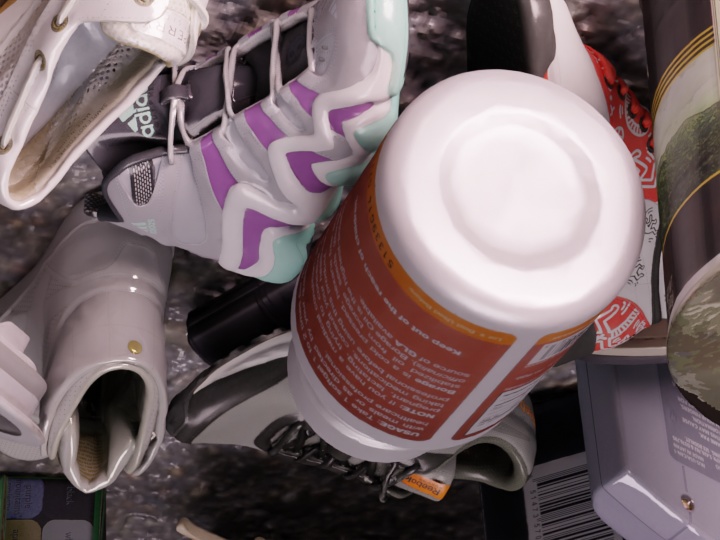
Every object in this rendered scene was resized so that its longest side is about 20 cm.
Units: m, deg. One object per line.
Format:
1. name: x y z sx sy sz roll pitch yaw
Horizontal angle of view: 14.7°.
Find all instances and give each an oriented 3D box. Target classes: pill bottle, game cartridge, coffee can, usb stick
1. pill bottle: 0.034 0.007 1.165 0.111 0.113 0.200 11 154 -13
2. game cartridge: 0.184 0.104 1.366 0.199 0.134 0.040 28 127 -30
3. coffee can: 0.188 -0.051 1.110 0.145 0.201 0.147 0 142 0
4. usb stick: 0.000 0.000 1.315 0.199 0.033 0.055 -29 130 33

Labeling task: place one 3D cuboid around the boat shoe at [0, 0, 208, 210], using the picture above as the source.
1. boat shoe: -0.087 -0.106 1.098 0.071 0.069 0.200 20 115 -46

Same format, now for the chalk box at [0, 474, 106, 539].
1. chalk box: -0.199 0.189 1.486 0.123 0.125 0.201 1 141 -2

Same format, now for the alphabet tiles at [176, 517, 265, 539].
1. alphabet tiles: 0.002 0.174 1.461 0.195 0.015 0.200 22 172 12

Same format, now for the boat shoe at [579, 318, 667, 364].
1. boat shoe: 0.187 0.018 1.306 0.199 0.073 0.063 -13 138 9

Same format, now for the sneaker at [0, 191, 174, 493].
1. sneaker: -0.142 0.063 1.330 0.073 0.116 0.200 12 142 -17

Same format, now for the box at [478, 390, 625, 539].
1. box: 0.144 0.174 1.443 0.104 0.149 0.200 -18 140 16

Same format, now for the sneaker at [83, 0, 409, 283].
1. sneaker: -0.066 -0.069 1.189 0.139 0.078 0.200 12 140 -16

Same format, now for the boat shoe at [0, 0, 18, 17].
1. boat shoe: -0.181 -0.134 1.118 0.199 0.065 0.072 -10 132 -19

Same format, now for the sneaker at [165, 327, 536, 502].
1. sneaker: 0.002 0.071 1.327 0.199 0.080 0.074 1 154 -28

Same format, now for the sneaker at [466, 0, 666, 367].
1. sneaker: 0.112 -0.059 1.221 0.107 0.067 0.202 -20 126 -15

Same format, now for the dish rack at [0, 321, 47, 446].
1. dish rack: -0.240 0.010 1.265 0.199 0.044 0.172 9 155 42
